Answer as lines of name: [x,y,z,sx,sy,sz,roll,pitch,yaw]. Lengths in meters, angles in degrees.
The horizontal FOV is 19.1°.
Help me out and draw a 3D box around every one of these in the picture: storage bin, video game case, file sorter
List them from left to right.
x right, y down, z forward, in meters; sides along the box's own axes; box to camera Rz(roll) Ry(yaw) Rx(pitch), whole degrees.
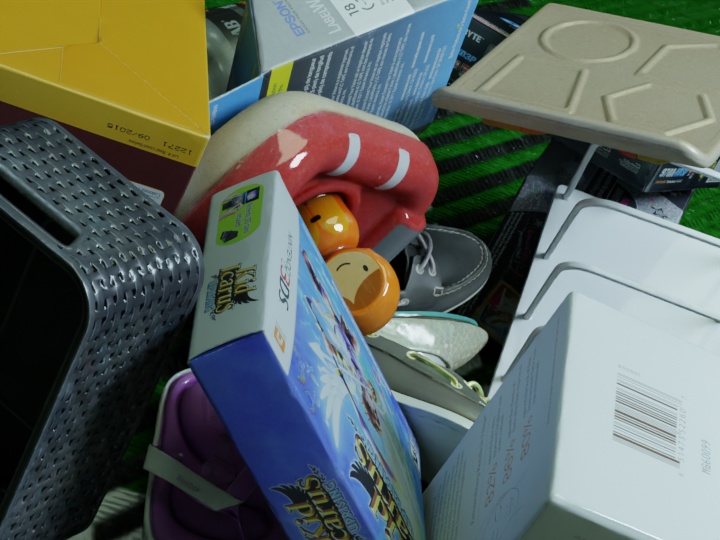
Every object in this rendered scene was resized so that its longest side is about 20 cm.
storage bin: [-0.181,0.040,1.067,0.135,0.200,0.094,38,30,19]
video game case: [-0.022,0.073,1.122,0.181,0.045,0.200,-89,154,-62]
file sorter: [0.173,0.034,1.362,0.138,0.125,0.201,20,67,0]

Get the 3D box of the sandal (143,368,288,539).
sandal: [-0.084,0.109,1.179,0.082,0.050,0.203,-9,34,-9]

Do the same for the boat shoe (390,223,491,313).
boat shoe: [0.000,0.000,1.396,0.199,0.057,0.067,-8,65,-19]

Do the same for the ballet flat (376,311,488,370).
ballet flat: [-0.003,0.060,1.370,0.199,0.067,0.063,6,62,-30]

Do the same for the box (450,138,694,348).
box: [0.165,-0.024,1.568,0.114,0.132,0.200,30,27,4]

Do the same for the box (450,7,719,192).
box: [0.157,-0.122,1.511,0.200,0.046,0.159,33,17,22]

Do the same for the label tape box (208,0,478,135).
label tape box: [-0.035,-0.118,1.308,0.199,0.144,0.063,-25,66,-25]

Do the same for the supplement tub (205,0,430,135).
supplement tub: [-0.055,-0.126,1.452,0.199,0.123,0.123,-19,49,-28]

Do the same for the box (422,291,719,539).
box: [0.106,0.142,1.123,0.106,0.200,0.153,23,42,-10]

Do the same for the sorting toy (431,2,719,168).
sorting toy: [0.167,-0.116,1.370,0.185,0.037,0.200,15,30,25]

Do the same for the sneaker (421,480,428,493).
sneaker: [0.119,0.147,1.311,0.199,0.060,0.104,18,-7,28]

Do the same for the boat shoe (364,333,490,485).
boat shoe: [0.041,0.085,1.265,0.201,0.072,0.060,23,48,20]

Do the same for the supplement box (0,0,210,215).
supplement box: [-0.186,-0.064,1.243,0.132,0.200,0.198,19,28,-16]

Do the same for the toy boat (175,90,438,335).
toy boat: [-0.023,-0.018,1.257,0.200,0.131,0.131,12,40,-55]
